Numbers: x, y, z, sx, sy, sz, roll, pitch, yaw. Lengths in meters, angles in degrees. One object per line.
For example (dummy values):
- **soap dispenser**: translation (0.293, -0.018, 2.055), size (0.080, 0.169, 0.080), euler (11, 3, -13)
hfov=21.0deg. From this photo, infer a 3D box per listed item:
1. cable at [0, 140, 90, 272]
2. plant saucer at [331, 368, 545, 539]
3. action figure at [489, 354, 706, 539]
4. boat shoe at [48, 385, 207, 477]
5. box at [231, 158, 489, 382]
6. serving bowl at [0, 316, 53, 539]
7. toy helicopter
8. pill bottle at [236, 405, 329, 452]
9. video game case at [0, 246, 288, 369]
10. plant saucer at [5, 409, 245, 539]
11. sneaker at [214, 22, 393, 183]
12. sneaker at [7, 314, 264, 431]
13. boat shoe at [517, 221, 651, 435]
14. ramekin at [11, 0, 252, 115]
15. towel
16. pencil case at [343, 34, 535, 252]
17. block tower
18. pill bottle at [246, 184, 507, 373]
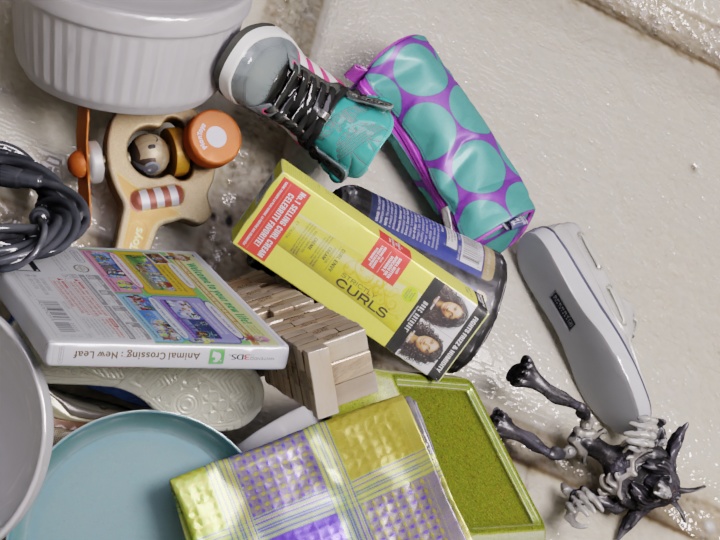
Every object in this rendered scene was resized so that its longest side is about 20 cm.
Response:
- **cable**: translation (-0.288, -0.048, 1.476), size (0.163, 0.051, 0.200), euler (0, 26, -40)
- **plant saucer**: translation (0.068, 0.155, 1.522), size (0.199, 0.048, 0.201), euler (10, 49, -60)
- **action figure**: translation (0.202, 0.157, 1.616), size (0.199, 0.102, 0.119), euler (29, 100, -5)
- **boat shoe**: translation (-0.211, 0.132, 1.463), size (0.199, 0.076, 0.074), euler (19, 86, -13)
- **box**: translation (0.000, 0.000, 1.518), size (0.200, 0.050, 0.075), euler (35, 100, -11)
- **serving bowl**: translation (-0.305, 0.113, 1.384), size (0.199, 0.066, 0.201), euler (-1, 85, 14)
- **toy helicopter**: translation (-0.185, -0.053, 1.560), size (0.132, 0.079, 0.201), euler (21, 71, -23)
- **pill bottle**: translation (-0.017, 0.207, 1.487), size (0.111, 0.111, 0.201), euler (-24, 78, -32)
- **video game case**: translation (-0.172, 0.025, 1.428), size (0.181, 0.200, 0.022), euler (2, 109, -27)
- **plant saucer**: translation (-0.163, 0.201, 1.427), size (0.199, 0.027, 0.201), euler (-2, 95, -18)
- **sneaker**: translation (-0.036, -0.130, 1.593), size (0.121, 0.200, 0.084), euler (34, 95, 21)
- **sneaker**: translation (-0.173, 0.063, 1.481), size (0.199, 0.111, 0.077), euler (12, 101, -13)
- **boat shoe**: translation (0.210, 0.047, 1.703), size (0.065, 0.072, 0.201), euler (-19, 69, -31)
- **ramekin**: translation (-0.190, -0.200, 1.569), size (0.201, 0.095, 0.203), euler (9, 27, -4)
- **towel**: translation (-0.027, 0.183, 1.412), size (0.199, 0.023, 0.144), euler (-18, 76, -8)
- **pencil case**: translation (0.071, -0.104, 1.698), size (0.092, 0.085, 0.200), euler (-25, 78, -39)
- **block tower**: translation (-0.054, 0.053, 1.470), size (0.058, 0.200, 0.054), euler (-18, 111, -20)
- **pill bottle**: translation (0.013, -0.003, 1.604), size (0.199, 0.112, 0.112), euler (25, 58, -12)
